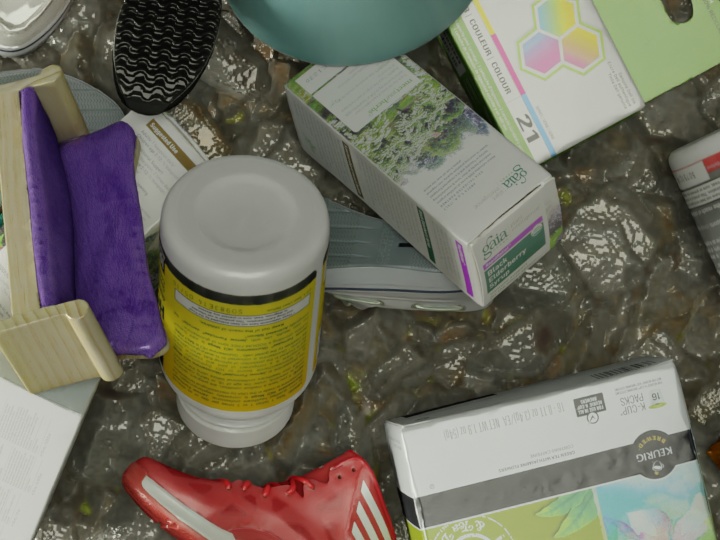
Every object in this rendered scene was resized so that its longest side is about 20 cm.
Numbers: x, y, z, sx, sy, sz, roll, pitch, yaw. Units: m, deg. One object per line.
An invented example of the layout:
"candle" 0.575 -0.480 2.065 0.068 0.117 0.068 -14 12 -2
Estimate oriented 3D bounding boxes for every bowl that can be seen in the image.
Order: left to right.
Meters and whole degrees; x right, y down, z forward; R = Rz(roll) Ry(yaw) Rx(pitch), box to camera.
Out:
"bowl" -0.011 -0.254 1.538 0.199 0.105 0.202 -4 63 8

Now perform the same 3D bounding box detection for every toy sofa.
"toy sofa" -0.189 -0.030 1.439 0.097 0.083 0.201 -14 57 4

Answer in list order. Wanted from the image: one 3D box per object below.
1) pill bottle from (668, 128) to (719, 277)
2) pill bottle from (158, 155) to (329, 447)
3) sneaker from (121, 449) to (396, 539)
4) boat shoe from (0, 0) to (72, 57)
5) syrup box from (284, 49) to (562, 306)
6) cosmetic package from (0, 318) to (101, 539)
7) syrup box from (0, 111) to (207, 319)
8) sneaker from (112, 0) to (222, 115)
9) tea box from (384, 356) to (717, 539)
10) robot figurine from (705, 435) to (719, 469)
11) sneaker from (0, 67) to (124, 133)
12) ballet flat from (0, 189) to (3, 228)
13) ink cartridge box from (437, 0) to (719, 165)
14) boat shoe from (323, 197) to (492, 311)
"pill bottle" 0.309 -0.014 1.588 0.113 0.114 0.201 -24 90 -5
"pill bottle" -0.082 0.027 1.511 0.111 0.201 0.113 3 49 -3
"sneaker" -0.064 0.161 1.585 0.199 0.078 0.116 35 78 -15
"boat shoe" -0.215 -0.246 1.578 0.071 0.070 0.201 29 86 -3
"syrup box" 0.043 -0.074 1.536 0.079 0.082 0.200 -39 59 -15
"cosmetic package" -0.271 0.108 1.510 0.150 0.201 0.052 24 45 -4
"syrup box" -0.186 -0.016 1.552 0.200 0.079 0.081 -43 70 -4
"sneaker" -0.132 -0.192 1.557 0.069 0.090 0.202 9 71 -7
"tea box" 0.136 0.179 1.560 0.198 0.134 0.199 -14 90 -5
"robot figurine" 0.344 0.174 1.578 0.200 0.145 0.058 43 67 1
"sneaker" -0.265 -0.106 1.574 0.198 0.071 0.074 6 83 -25
"ballet flat" -0.314 -0.023 1.569 0.199 0.069 0.071 -38 86 0
"ink cartridge box" 0.164 -0.179 1.601 0.199 0.076 0.149 -28 91 -3
"boat shoe" 0.000 0.000 1.585 0.198 0.067 0.074 10 51 18
